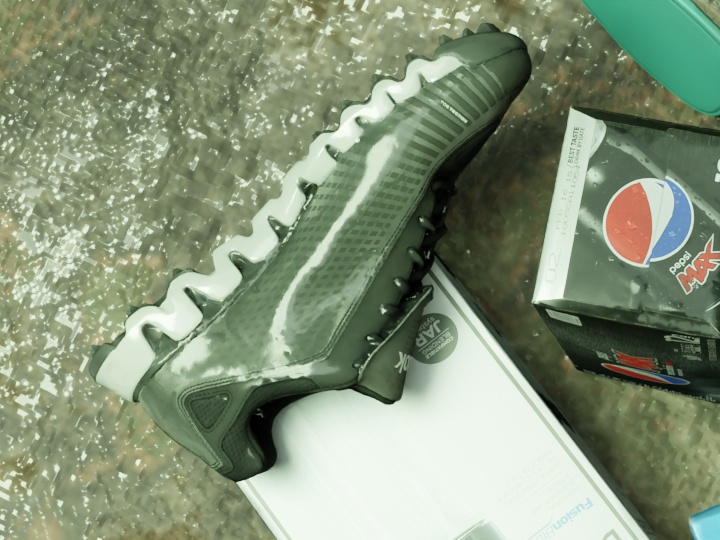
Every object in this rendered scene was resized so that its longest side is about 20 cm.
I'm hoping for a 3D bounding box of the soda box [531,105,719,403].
[{"bbox_3d":[0.105,-0.001,0.825,0.063,0.200,0.071,10,83,10],"label":"soda box"}]

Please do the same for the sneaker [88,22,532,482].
[{"bbox_3d":[0.000,0.000,0.852,0.200,0.066,0.091,-43,80,5],"label":"sneaker"}]

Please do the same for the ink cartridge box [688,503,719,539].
[{"bbox_3d":[0.234,0.118,0.813,0.200,0.145,0.148,-23,79,5],"label":"ink cartridge box"}]

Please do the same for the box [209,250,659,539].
[{"bbox_3d":[0.019,0.072,0.900,0.117,0.060,0.200,-37,78,2],"label":"box"}]

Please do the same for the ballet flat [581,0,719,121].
[{"bbox_3d":[0.164,-0.074,0.904,0.075,0.068,0.200,-38,82,-21],"label":"ballet flat"}]
